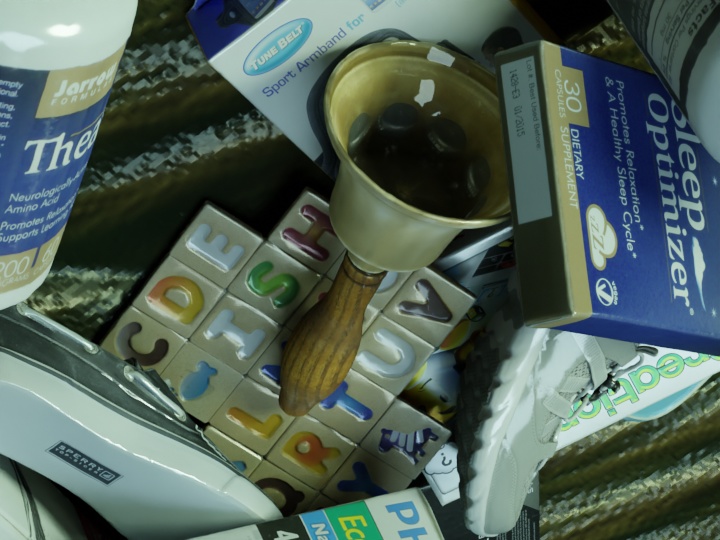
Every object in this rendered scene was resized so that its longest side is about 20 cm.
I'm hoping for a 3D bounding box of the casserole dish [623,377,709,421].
[{"bbox_3d":[0.164,0.007,1.525,0.121,0.039,0.200,24,116,-40],"label":"casserole dish"}]

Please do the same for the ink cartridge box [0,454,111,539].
[{"bbox_3d":[-0.214,0.148,1.440,0.144,0.084,0.200,-32,138,6],"label":"ink cartridge box"}]

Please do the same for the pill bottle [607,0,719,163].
[{"bbox_3d":[0.178,-0.111,1.302,0.113,0.200,0.113,-14,136,-14],"label":"pill bottle"}]

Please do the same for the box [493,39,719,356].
[{"bbox_3d":[0.134,-0.026,1.338,0.032,0.122,0.200,-16,164,35],"label":"box"}]

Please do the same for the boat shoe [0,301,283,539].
[{"bbox_3d":[-0.111,0.074,1.412,0.200,0.068,0.072,32,137,-28],"label":"boat shoe"}]

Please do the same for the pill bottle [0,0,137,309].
[{"bbox_3d":[-0.154,-0.089,1.225,0.111,0.111,0.200,1,130,-27],"label":"pill bottle"}]

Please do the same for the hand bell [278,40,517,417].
[{"bbox_3d":[0.000,0.000,1.365,0.104,0.104,0.200,0,142,-26],"label":"hand bell"}]

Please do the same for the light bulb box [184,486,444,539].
[{"bbox_3d":[-0.059,0.222,1.432,0.199,0.125,0.199,-11,147,-24],"label":"light bulb box"}]

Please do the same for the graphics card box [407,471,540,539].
[{"bbox_3d":[-0.005,0.147,1.566,0.199,0.051,0.126,-16,135,-10],"label":"graphics card box"}]

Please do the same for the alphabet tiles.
[{"bbox_3d":[-0.042,0.058,1.444,0.167,0.008,0.200,32,115,-14],"label":"alphabet tiles"}]

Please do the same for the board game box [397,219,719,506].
[{"bbox_3d":[0.098,0.019,1.465,0.199,0.035,0.126,-27,117,8],"label":"board game box"}]

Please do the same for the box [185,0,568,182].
[{"bbox_3d":[0.013,-0.100,1.350,0.119,0.042,0.200,-37,138,11],"label":"box"}]

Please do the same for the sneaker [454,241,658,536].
[{"bbox_3d":[0.100,0.042,1.414,0.082,0.075,0.201,15,113,-11],"label":"sneaker"}]
